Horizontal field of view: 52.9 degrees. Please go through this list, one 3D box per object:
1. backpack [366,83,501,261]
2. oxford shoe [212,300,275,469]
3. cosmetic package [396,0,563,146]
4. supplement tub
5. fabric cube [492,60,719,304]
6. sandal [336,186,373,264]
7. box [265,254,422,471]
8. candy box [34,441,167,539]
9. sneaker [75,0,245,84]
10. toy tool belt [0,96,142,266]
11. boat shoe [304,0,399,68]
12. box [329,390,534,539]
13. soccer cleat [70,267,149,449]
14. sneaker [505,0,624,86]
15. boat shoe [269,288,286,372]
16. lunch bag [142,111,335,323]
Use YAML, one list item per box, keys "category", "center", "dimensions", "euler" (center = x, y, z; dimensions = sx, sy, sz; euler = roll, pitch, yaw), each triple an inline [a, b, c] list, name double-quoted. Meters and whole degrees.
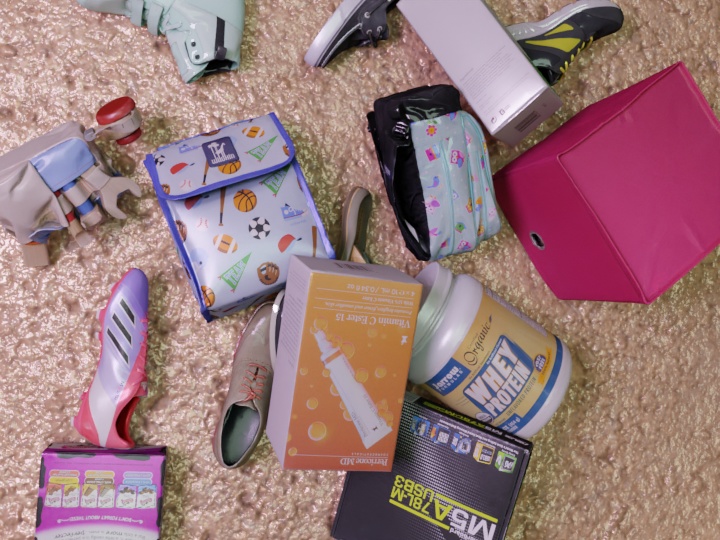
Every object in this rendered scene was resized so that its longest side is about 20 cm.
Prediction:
- category: "backpack"
  center: [0.088, -0.113, 0.858]
  dimensions: [0.124, 0.167, 0.204]
  euler: [-15, 104, -1]
- category: "oxford shoe"
  center: [-0.121, 0.135, 0.848]
  dimensions: [0.069, 0.075, 0.205]
  euler: [14, 84, -10]
- category: "cosmetic package"
  center: [0.141, -0.255, 0.856]
  dimensions: [0.084, 0.107, 0.202]
  euler: [-38, 76, 22]
- category: "supplement tub"
  center: [0.136, 0.097, 0.867]
  dimensions: [0.198, 0.145, 0.146]
  euler: [34, 83, -9]
- category: "fabric cube"
  center: [0.311, -0.093, 0.880]
  dimensions: [0.198, 0.199, 0.198]
  euler: [-35, 97, -10]
- category: "sandal"
  center: [0.000, 0.000, 0.872]
  dimensions: [0.053, 0.080, 0.205]
  euler: [7, 83, 12]
- category: "box"
  center: [-0.021, 0.097, 0.765]
  dimensions: [0.122, 0.097, 0.205]
  euler: [6, 99, -19]
- category: "candy box"
  center: [-0.293, 0.303, 0.817]
  dimensions: [0.133, 0.061, 0.205]
  euler: [5, 87, -12]
- category: "sneaker"
  center: [-0.230, -0.281, 0.833]
  dimensions: [0.196, 0.074, 0.121]
  euler: [-1, 83, -14]
- category: "toy tool belt"
  center: [-0.314, -0.094, 0.807]
  dimensions: [0.198, 0.125, 0.124]
  euler: [-30, 126, -7]
- category: "boat shoe"
  center: [0.013, -0.314, 0.895]
  dimensions: [0.066, 0.070, 0.201]
  euler: [42, 74, -6]
- category: "box"
  center: [0.079, 0.256, 0.839]
  dimensions: [0.197, 0.047, 0.197]
  euler: [19, 97, 20]
- category: "soccer cleat"
  center: [-0.265, 0.101, 0.820]
  dimensions: [0.075, 0.067, 0.204]
  euler: [17, 90, 8]
- category: "sneaker"
  center: [0.251, -0.279, 0.931]
  dimensions: [0.196, 0.075, 0.086]
  euler: [-20, 76, -2]
- category: "boat shoe"
  center: [-0.063, 0.119, 0.845]
  dimensions: [0.066, 0.072, 0.205]
  euler: [-1, 105, 20]
- category: "lunch bag"
  center: [-0.139, -0.068, 0.829]
  dimensions: [0.167, 0.124, 0.204]
  euler: [-20, 82, -13]
